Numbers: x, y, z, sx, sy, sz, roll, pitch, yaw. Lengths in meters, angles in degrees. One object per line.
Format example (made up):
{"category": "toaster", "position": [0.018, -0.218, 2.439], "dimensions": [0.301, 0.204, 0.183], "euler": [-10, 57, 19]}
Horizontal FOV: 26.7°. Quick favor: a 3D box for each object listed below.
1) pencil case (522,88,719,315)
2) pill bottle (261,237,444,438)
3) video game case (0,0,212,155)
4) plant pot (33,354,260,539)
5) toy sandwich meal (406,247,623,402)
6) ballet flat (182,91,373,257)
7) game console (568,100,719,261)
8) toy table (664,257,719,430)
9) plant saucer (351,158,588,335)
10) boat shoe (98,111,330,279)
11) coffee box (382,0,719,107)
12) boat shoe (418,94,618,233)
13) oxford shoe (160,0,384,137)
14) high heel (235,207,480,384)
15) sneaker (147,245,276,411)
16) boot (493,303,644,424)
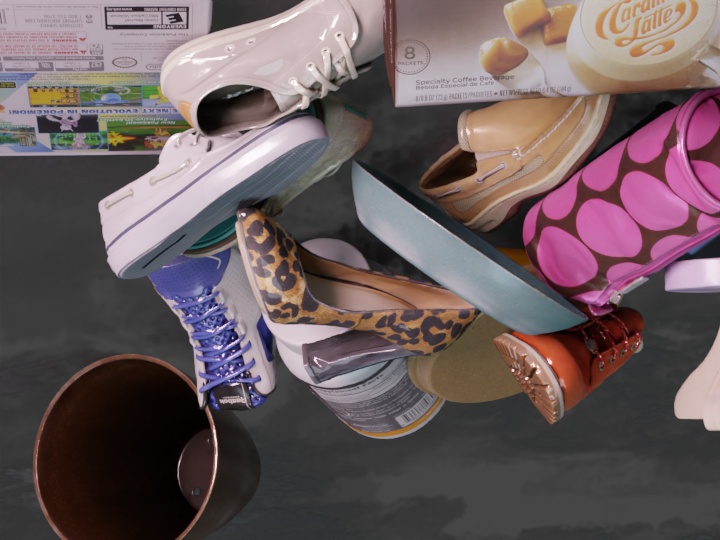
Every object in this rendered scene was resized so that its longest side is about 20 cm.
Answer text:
{"category": "pencil case", "position": [0.195, -0.043, 1.017], "dimensions": [0.091, 0.094, 0.200], "euler": [-8, 164, -27]}
{"category": "pill bottle", "position": [-0.003, 0.057, 1.268], "dimensions": [0.116, 0.116, 0.200], "euler": [-13, 151, 16]}
{"category": "video game case", "position": [-0.198, -0.130, 0.983], "dimensions": [0.200, 0.022, 0.182], "euler": [-1, 152, -8]}
{"category": "plant pot", "position": [-0.177, 0.184, 1.444], "dimensions": [0.187, 0.187, 0.200], "euler": [-15, 165, 18]}
{"category": "toy sandwich meal", "position": [0.124, 0.034, 1.249], "dimensions": [0.205, 0.070, 0.205], "euler": [-17, 147, -11]}
{"category": "ballet flat", "position": [-0.065, -0.061, 1.092], "dimensions": [0.062, 0.067, 0.200], "euler": [7, 152, -41]}
{"category": "game console", "position": [0.279, -0.035, 1.125], "dimensions": [0.200, 0.118, 0.171], "euler": [21, 132, -38]}
{"category": "toy table", "position": [0.301, 0.050, 1.093], "dimensions": [0.200, 0.117, 0.184], "euler": [-2, 177, -31]}
{"category": "plant saucer", "position": [0.068, -0.009, 1.068], "dimensions": [0.200, 0.200, 0.036], "euler": [28, 99, -46]}
{"category": "boat shoe", "position": [-0.111, -0.065, 1.025], "dimensions": [0.200, 0.067, 0.074], "euler": [-31, 168, 28]}
{"category": "coffee box", "position": [0.114, -0.165, 0.868], "dimensions": [0.200, 0.080, 0.114], "euler": [-3, 128, -3]}
{"category": "boat shoe", "position": [0.103, -0.090, 1.064], "dimensions": [0.076, 0.072, 0.200], "euler": [21, 144, -16]}
{"category": "oxford shoe", "position": [-0.028, -0.134, 0.948], "dimensions": [0.200, 0.058, 0.075], "euler": [-20, 150, 4]}
{"category": "high heel", "position": [0.000, 0.000, 1.084], "dimensions": [0.142, 0.071, 0.200], "euler": [-19, 139, 9]}
{"category": "sneaker", "position": [-0.108, 0.049, 1.236], "dimensions": [0.081, 0.115, 0.199], "euler": [-13, 151, 13]}
{"category": "boot", "position": [0.163, 0.057, 1.142], "dimensions": [0.107, 0.075, 0.200], "euler": [-33, 174, 7]}
